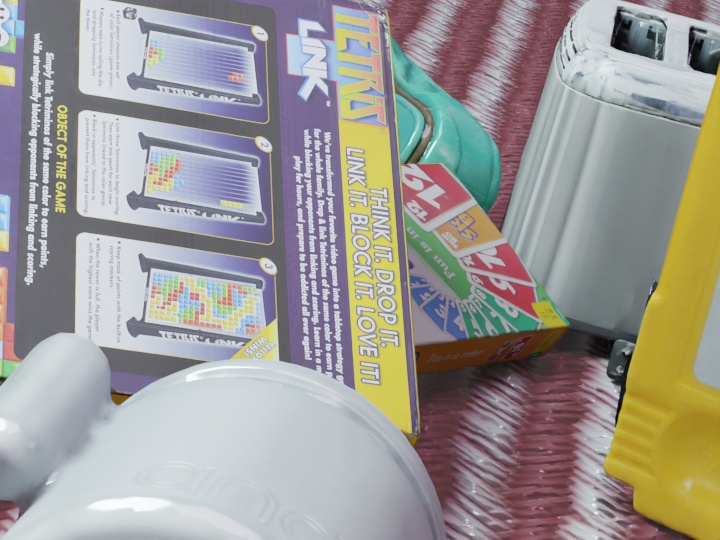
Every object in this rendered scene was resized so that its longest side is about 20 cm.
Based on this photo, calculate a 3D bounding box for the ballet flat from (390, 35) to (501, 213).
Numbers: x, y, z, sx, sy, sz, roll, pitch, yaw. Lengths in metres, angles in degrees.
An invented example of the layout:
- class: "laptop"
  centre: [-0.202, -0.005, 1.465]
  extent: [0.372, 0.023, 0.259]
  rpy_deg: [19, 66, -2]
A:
- class: "ballet flat"
  centre: [0.016, -0.068, 1.238]
  extent: [0.070, 0.067, 0.200]
  rpy_deg: [34, 9, -27]

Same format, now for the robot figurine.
- class: "robot figurine"
  centre: [-0.039, 0.092, 0.691]
  extent: [0.170, 0.113, 0.200]
  rpy_deg: [52, 19, -7]

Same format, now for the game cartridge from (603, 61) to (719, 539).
- class: "game cartridge"
  centre: [0.188, 0.021, 0.921]
  extent: [0.175, 0.201, 0.032]
  rpy_deg: [22, 17, 25]

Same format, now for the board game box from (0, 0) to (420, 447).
- class: "board game box"
  centre: [-0.068, -0.019, 0.937]
  extent: [0.164, 0.057, 0.201]
  rpy_deg: [10, 51, -16]

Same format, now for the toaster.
- class: "toaster"
  centre: [0.126, -0.043, 1.174]
  extent: [0.113, 0.130, 0.200]
  rpy_deg: [14, 19, 5]

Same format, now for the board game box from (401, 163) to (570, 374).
- class: "board game box"
  centre: [0.000, 0.000, 1.043]
  extent: [0.199, 0.030, 0.096]
  rpy_deg: [-7, 55, -52]

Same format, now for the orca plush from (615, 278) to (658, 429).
- class: "orca plush"
  centre: [0.188, 0.061, 1.064]
  extent: [0.199, 0.071, 0.106]
  rpy_deg: [0, 67, -26]
